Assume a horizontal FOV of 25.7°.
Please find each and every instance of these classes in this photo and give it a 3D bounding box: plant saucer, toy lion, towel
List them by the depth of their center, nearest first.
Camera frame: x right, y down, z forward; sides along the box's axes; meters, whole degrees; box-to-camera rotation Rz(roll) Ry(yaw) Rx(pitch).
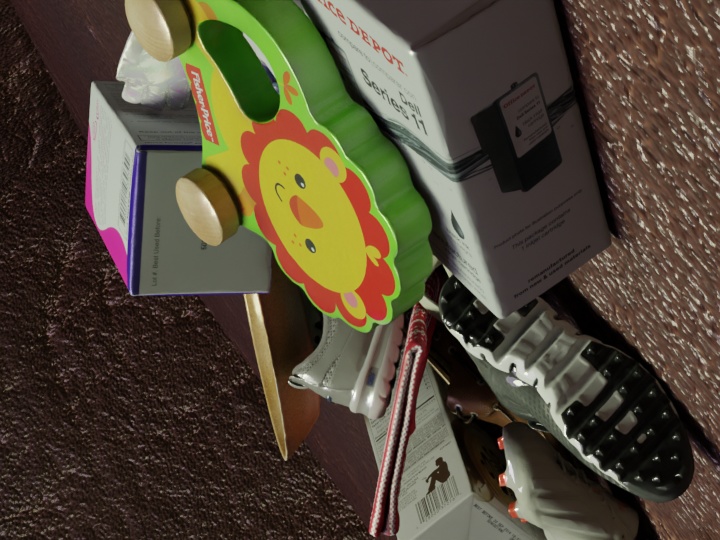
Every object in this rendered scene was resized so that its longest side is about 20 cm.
[{"bbox_3d":[-0.037,-0.066,0.887,0.191,0.068,0.201,26,139,44],"label":"toy lion"},{"bbox_3d":[0.035,0.087,1.126,0.200,0.022,0.146,-72,-8,-74],"label":"towel"},{"bbox_3d":[-0.063,0.043,1.209,0.200,0.035,0.202,168,90,-83],"label":"plant saucer"}]

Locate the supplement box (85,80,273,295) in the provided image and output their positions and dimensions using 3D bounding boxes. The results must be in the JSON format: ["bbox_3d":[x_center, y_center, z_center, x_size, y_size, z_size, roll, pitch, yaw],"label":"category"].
[{"bbox_3d":[-0.131,-0.063,1.116,0.200,0.102,0.102,-134,47,-62],"label":"supplement box"}]

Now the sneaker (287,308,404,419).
[{"bbox_3d":[0.000,0.000,1.124,0.081,0.202,0.075,12,160,2],"label":"sneaker"}]

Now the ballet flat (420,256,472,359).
[{"bbox_3d":[0.062,-0.015,1.048,0.068,0.075,0.201,38,159,54],"label":"ballet flat"}]

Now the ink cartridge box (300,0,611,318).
[{"bbox_3d":[0.047,-0.095,0.846,0.147,0.083,0.201,46,165,44],"label":"ink cartridge box"}]

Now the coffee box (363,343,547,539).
[{"bbox_3d":[0.074,0.160,1.289,0.113,0.080,0.201,41,-161,-32],"label":"coffee box"}]

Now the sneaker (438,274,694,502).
[{"bbox_3d":[0.134,0.077,1.000,0.200,0.066,0.091,41,170,28],"label":"sneaker"}]

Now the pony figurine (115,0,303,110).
[{"bbox_3d":[-0.054,-0.160,1.026,0.200,0.165,0.194,52,138,40],"label":"pony figurine"}]

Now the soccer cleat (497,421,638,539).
[{"bbox_3d":[0.162,0.177,1.171,0.201,0.077,0.070,58,-157,-35],"label":"soccer cleat"}]

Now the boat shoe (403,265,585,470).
[{"bbox_3d":[0.095,0.092,1.239,0.201,0.068,0.072,53,169,21],"label":"boat shoe"}]

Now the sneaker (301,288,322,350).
[{"bbox_3d":[-0.001,0.016,1.252,0.201,0.073,0.119,126,136,-53],"label":"sneaker"}]
